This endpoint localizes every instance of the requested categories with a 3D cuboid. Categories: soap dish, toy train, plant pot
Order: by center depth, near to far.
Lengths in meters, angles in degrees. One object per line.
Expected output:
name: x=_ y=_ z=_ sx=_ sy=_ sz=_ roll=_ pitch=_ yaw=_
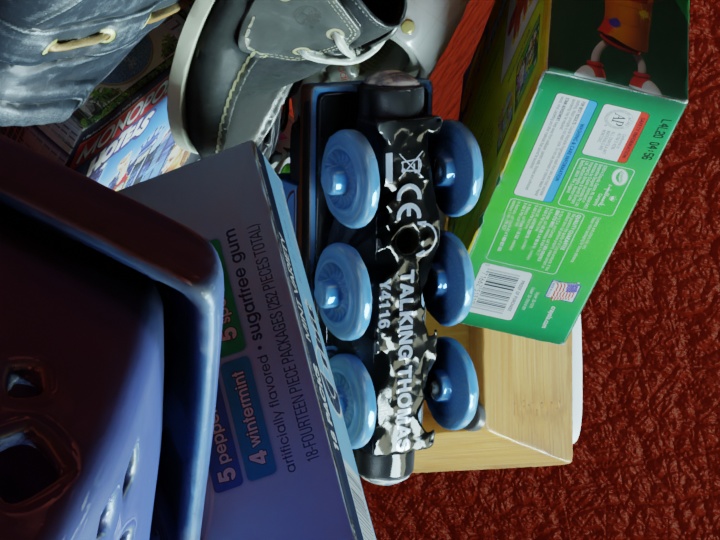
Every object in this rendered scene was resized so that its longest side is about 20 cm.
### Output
plant pot: x=-0.150 y=0.061 z=0.718 sx=0.180 sy=0.199 sz=0.201 roll=-56 pitch=166 yaw=-36
toy train: x=0.000 y=0.000 z=1.103 sx=0.086 sy=0.114 sz=0.202 roll=-7 pitch=105 yaw=-30
soap dish: x=0.029 y=0.033 z=1.280 sx=0.081 sy=0.199 sz=0.159 roll=9 pitch=78 yaw=-47

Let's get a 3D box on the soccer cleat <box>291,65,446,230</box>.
soccer cleat: x=-0.007 y=-0.096 z=1.221 sx=0.069 sy=0.201 sz=0.078 roll=-13 pitch=143 yaw=-16

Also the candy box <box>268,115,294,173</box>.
candy box: x=-0.109 y=-0.018 z=1.264 sx=0.168 sy=0.071 sz=0.200 roll=-55 pitch=175 yaw=11

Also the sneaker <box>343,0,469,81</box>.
sneaker: x=0.019 y=-0.150 z=1.165 sx=0.116 sy=0.073 sz=0.200 roll=-55 pitch=-171 yaw=0

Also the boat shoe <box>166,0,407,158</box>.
boat shoe: x=-0.019 y=-0.104 z=0.864 sx=0.072 sy=0.068 sz=0.200 roll=-37 pitch=165 yaw=-46

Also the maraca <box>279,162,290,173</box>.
maraca: x=-0.054 y=0.044 z=1.218 sx=0.137 sy=0.106 sz=0.202 roll=-120 pitch=-140 yaw=-78

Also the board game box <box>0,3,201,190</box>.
board game box: x=-0.106 y=-0.081 z=0.977 sx=0.200 sy=0.061 sz=0.200 roll=-47 pitch=170 yaw=-53

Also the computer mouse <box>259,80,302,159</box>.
computer mouse: x=-0.039 y=-0.143 z=1.114 sx=0.200 sy=0.052 sz=0.139 roll=-73 pitch=180 yaw=-70

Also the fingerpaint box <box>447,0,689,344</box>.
fingerpaint box: x=0.102 y=-0.090 z=1.129 sx=0.201 sy=0.073 sz=0.168 roll=110 pitch=-10 yaw=-52

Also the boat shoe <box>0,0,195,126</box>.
boat shoe: x=-0.093 y=-0.119 z=0.873 sx=0.091 sy=0.071 sz=0.200 roll=-55 pitch=169 yaw=29

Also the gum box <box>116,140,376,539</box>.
gum box: x=-0.107 y=0.064 z=0.861 sx=0.199 sy=0.171 sz=0.045 roll=-20 pitch=154 yaw=7
